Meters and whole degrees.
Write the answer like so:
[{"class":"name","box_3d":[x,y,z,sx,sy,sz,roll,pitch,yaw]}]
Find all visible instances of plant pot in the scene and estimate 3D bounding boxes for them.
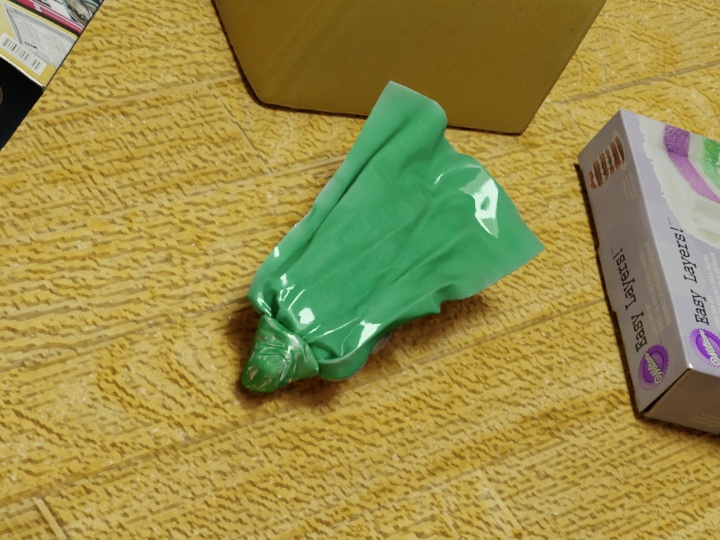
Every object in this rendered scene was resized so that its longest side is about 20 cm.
[{"class":"plant pot","box_3d":[0.039,-0.218,1.417,0.194,0.200,0.196,4,52,-38]}]

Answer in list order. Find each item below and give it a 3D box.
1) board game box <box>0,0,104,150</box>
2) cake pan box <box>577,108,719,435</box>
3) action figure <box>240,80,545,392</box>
[{"class":"board game box","box_3d":[-0.189,-0.140,0.968,0.200,0.035,0.136,37,26,-9]},{"class":"cake pan box","box_3d":[0.222,0.017,1.466,0.184,0.052,0.201,15,45,-26]},{"class":"action figure","box_3d":[0.000,0.000,1.292,0.118,0.055,0.200,44,45,2]}]
